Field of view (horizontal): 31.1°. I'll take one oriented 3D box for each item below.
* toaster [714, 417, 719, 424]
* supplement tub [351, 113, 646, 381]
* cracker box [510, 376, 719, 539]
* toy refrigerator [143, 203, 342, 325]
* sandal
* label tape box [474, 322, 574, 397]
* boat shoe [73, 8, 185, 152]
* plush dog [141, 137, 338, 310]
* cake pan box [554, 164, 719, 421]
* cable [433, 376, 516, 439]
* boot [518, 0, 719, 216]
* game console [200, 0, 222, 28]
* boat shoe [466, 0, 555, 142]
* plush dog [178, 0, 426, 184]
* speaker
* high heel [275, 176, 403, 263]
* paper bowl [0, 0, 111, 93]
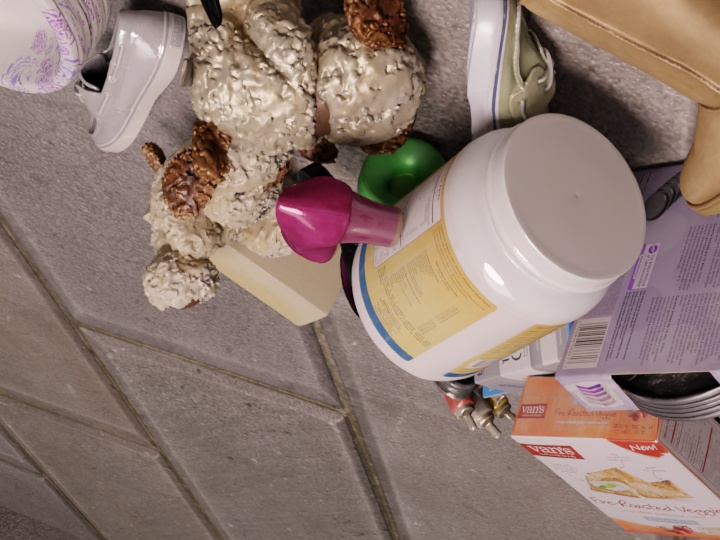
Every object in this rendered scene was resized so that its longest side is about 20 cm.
[{"bbox_3d":[0.281,0.062,1.050,0.200,0.130,0.113,40,150,-27],"label":"toaster"},{"bbox_3d":[0.097,-0.014,0.943,0.144,0.146,0.200,33,145,-15],"label":"supplement tub"},{"bbox_3d":[0.231,0.154,1.040,0.133,0.058,0.200,-4,146,43],"label":"cracker box"},{"bbox_3d":[-0.111,-0.033,1.292,0.199,0.076,0.070,36,153,-20],"label":"toy refrigerator"},{"bbox_3d":[0.000,0.000,1.076,0.201,0.048,0.076,52,164,20],"label":"sandal"},{"bbox_3d":[0.134,0.022,1.082,0.065,0.145,0.199,6,164,-30],"label":"label tape box"},{"bbox_3d":[-0.213,-0.165,1.126,0.068,0.073,0.200,13,160,-23],"label":"boat shoe"},{"bbox_3d":[-0.118,-0.082,1.140,0.161,0.199,0.172,57,143,6],"label":"plush dog"},{"bbox_3d":[0.244,0.008,0.905,0.183,0.201,0.052,-11,137,47],"label":"cake pan box"},{"bbox_3d":[0.070,0.078,1.228,0.097,0.051,0.200,6,-147,-47],"label":"cable"},{"bbox_3d":[0.193,-0.138,0.846,0.199,0.067,0.175,28,142,-5],"label":"boot"},{"bbox_3d":[-0.167,-0.262,0.786,0.174,0.117,0.201,5,138,14],"label":"game console"},{"bbox_3d":[0.109,-0.139,0.925,0.061,0.073,0.200,2,157,8],"label":"boat shoe"},{"bbox_3d":[-0.036,-0.142,0.957,0.170,0.162,0.201,-2,149,3],"label":"plush dog"},{"bbox_3d":[0.042,-0.029,1.143,0.088,0.089,0.201,19,153,14],"label":"speaker"},{"bbox_3d":[-0.048,-0.046,0.982,0.095,0.068,0.200,12,173,-23],"label":"high heel"},{"bbox_3d":[-0.291,-0.245,1.033,0.199,0.105,0.201,21,154,11],"label":"paper bowl"}]
